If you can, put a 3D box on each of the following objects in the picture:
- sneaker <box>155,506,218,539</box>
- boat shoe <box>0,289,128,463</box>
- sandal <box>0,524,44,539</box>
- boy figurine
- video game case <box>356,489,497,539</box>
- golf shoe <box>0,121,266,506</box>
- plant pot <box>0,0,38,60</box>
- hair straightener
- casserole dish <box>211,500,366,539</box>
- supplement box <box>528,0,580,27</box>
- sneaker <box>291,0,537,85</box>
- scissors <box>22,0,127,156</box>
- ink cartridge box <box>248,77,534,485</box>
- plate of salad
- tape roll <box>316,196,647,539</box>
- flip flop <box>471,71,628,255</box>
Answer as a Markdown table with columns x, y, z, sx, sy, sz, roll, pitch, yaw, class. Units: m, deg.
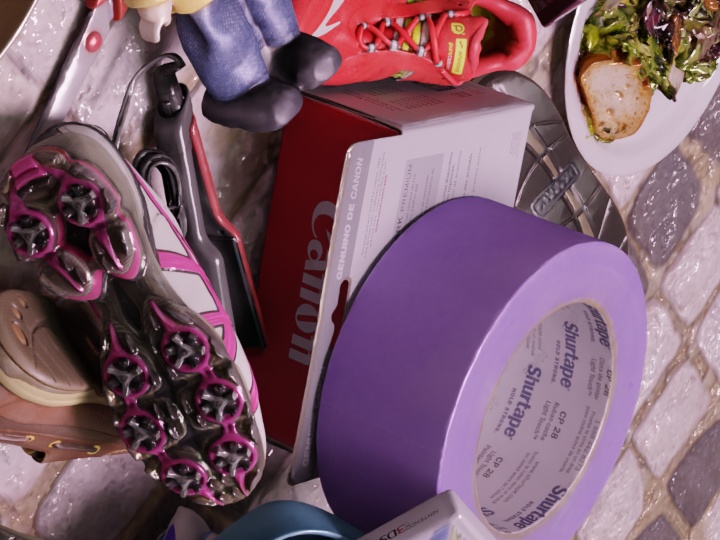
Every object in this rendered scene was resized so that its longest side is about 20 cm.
| x | y | z | sx | sy | sz | roll | pitch | yaw | class |
| --- | --- | --- | --- | --- | --- | --- | --- | --- | --- |
| -0.124 | 0.202 | 1.388 | 0.199 | 0.080 | 0.148 | -1 | 95 | -42 | sneaker |
| -0.148 | 0.060 | 1.282 | 0.067 | 0.072 | 0.200 | -36 | 157 | 16 | boat shoe |
| -0.153 | 0.173 | 1.273 | 0.200 | 0.057 | 0.080 | 32 | 80 | -11 | sandal |
| -0.070 | -0.169 | 1.221 | 0.124 | 0.064 | 0.201 | -45 | 134 | -30 | boy figurine |
| 0.013 | 0.210 | 1.365 | 0.181 | 0.022 | 0.200 | -30 | 139 | 9 | video game case |
| -0.097 | 0.017 | 1.235 | 0.201 | 0.072 | 0.092 | 63 | 22 | -14 | golf shoe |
| -0.227 | -0.162 | 0.986 | 0.200 | 0.134 | 0.202 | -30 | 132 | -40 | plant pot |
| -0.089 | -0.018 | 1.309 | 0.077 | 0.041 | 0.201 | -56 | 147 | -48 | hair straightener |
| -0.028 | 0.181 | 1.363 | 0.121 | 0.039 | 0.200 | -38 | 138 | 15 | casserole dish |
| 0.098 | -0.192 | 1.326 | 0.061 | 0.109 | 0.200 | -34 | -177 | -1 | supplement box |
| 0.025 | -0.133 | 1.373 | 0.199 | 0.085 | 0.078 | -12 | 118 | -49 | sneaker |
| -0.122 | -0.122 | 1.248 | 0.073 | 0.014 | 0.202 | 4 | 104 | -55 | scissors |
| 0.000 | 0.000 | 1.411 | 0.175 | 0.083 | 0.202 | -14 | 119 | -53 | ink cartridge box |
| 0.198 | -0.153 | 1.620 | 0.199 | 0.048 | 0.201 | -28 | 129 | -41 | plate of salad |
| 0.069 | 0.067 | 1.395 | 0.200 | 0.085 | 0.201 | -33 | 134 | -42 | tape roll |
| 0.104 | -0.039 | 1.561 | 0.081 | 0.057 | 0.201 | -44 | 124 | -21 | flip flop |
